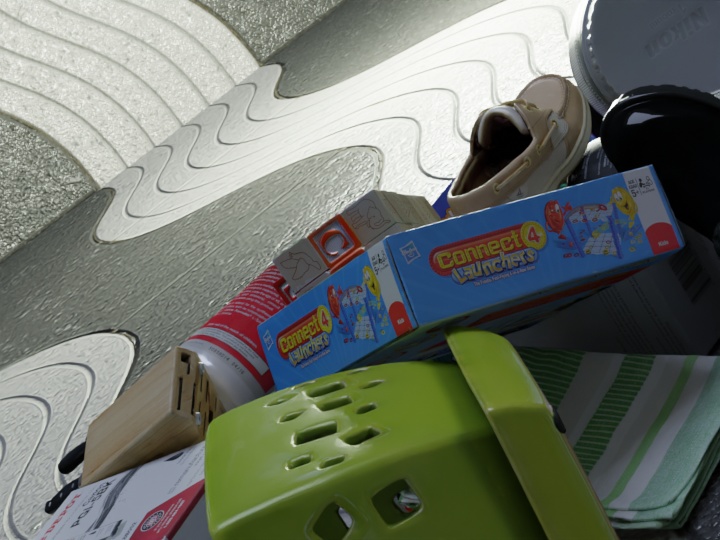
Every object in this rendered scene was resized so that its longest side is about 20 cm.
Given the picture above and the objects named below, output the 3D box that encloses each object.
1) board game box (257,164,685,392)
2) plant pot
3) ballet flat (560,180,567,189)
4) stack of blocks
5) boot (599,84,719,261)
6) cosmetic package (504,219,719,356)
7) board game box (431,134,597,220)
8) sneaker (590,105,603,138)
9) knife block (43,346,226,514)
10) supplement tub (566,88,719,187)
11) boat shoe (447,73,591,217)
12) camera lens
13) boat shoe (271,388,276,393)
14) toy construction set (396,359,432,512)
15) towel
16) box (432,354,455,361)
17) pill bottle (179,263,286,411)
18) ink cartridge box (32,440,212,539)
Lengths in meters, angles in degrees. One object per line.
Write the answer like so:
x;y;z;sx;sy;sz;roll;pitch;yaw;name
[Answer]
0.064;0.011;1.167;0.200;0.056;0.196;-16;-10;-30;board game box
0.040;0.148;1.011;0.181;0.199;0.200;-27;13;2;plant pot
0.163;-0.054;1.476;0.200;0.068;0.068;-3;6;-37;ballet flat
0.000;0.000;1.354;0.115;0.059;0.200;-37;-7;10;stack of blocks
0.233;-0.029;1.170;0.158;0.211;0.079;-52;-13;-55;boot
0.157;0.019;1.332;0.200;0.108;0.085;-15;23;47;cosmetic package
0.113;-0.054;1.599;0.134;0.045;0.200;-50;-11;34;board game box
0.199;-0.130;1.787;0.201;0.067;0.108;-37;17;-1;sneaker
-0.195;0.148;1.542;0.175;0.200;0.064;-6;55;9;knife block
0.258;-0.065;1.351;0.200;0.123;0.123;-20;20;40;supplement tub
0.115;-0.091;1.369;0.074;0.069;0.200;-16;32;33;boat shoe
0.264;-0.200;1.625;0.160;0.160;0.200;-33;0;4;camera lens
-0.023;0.093;1.511;0.200;0.071;0.091;-34;11;40;boat shoe
0.053;0.111;1.320;0.131;0.092;0.200;-14;7;-40;toy construction set
0.134;0.099;1.168;0.200;0.023;0.153;1;39;37;towel
0.098;0.030;1.530;0.200;0.049;0.082;-40;16;-22;box
-0.071;0.061;1.665;0.200;0.112;0.112;-43;18;-32;pill bottle
-0.168;0.216;1.439;0.200;0.083;0.147;-23;19;33;ink cartridge box
